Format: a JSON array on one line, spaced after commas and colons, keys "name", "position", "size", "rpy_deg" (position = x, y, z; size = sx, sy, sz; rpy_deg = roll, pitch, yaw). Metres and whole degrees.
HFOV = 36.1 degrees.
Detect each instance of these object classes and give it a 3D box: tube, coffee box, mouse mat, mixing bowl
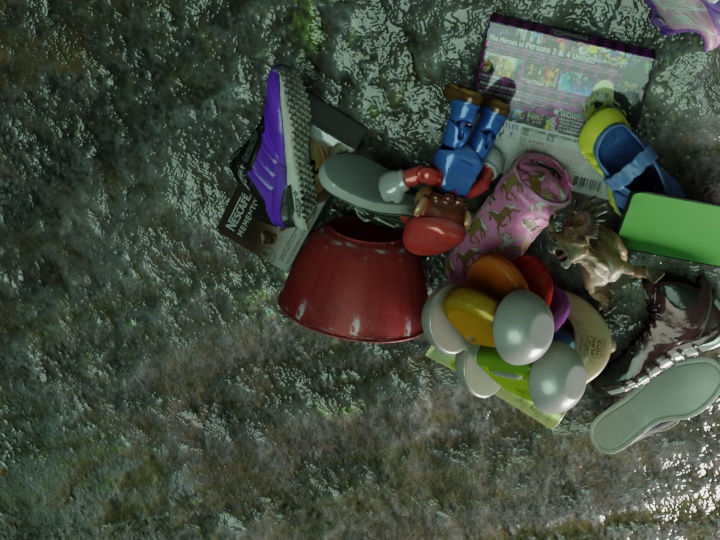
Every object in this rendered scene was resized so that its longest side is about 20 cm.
[{"name": "tube", "position": [0.186, 0.139, 1.482], "size": [0.198, 0.058, 0.052], "rpy_deg": [34, 165, 2]}, {"name": "coffee box", "position": [-0.090, -0.115, 1.404], "size": [0.112, 0.080, 0.201], "rpy_deg": [30, 119, -2]}, {"name": "mouse mat", "position": [0.379, -0.045, 1.277], "size": [0.158, 0.008, 0.200], "rpy_deg": [11, 164, 9]}, {"name": "mixing bowl", "position": [0.000, 0.000, 1.381], "size": [0.196, 0.200, 0.110], "rpy_deg": [12, 111, 8]}]

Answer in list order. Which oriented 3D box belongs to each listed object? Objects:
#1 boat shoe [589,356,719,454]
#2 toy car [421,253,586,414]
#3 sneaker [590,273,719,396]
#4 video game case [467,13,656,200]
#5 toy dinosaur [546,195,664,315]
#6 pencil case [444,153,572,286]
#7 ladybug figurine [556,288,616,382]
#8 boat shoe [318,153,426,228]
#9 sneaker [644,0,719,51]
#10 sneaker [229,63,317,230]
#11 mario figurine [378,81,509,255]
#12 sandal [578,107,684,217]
[{"name": "boat shoe", "position": [0.389, 0.173, 1.437], "size": [0.200, 0.060, 0.074], "rpy_deg": [-42, 73, 26]}, {"name": "toy car", "position": [0.184, 0.064, 1.306], "size": [0.174, 0.151, 0.201], "rpy_deg": [6, 142, 49]}, {"name": "sneaker", "position": [0.360, 0.068, 1.390], "size": [0.198, 0.076, 0.117], "rpy_deg": [-30, 101, 15]}, {"name": "video game case", "position": [0.228, -0.190, 1.305], "size": [0.196, 0.036, 0.184], "rpy_deg": [14, 121, 8]}, {"name": "toy dinosaur", "position": [0.276, -0.028, 1.307], "size": [0.086, 0.200, 0.136], "rpy_deg": [-39, 91, 10]}, {"name": "pencil case", "position": [0.178, -0.051, 1.341], "size": [0.083, 0.086, 0.201], "rpy_deg": [44, 136, 13]}, {"name": "ladybug figurine", "position": [0.227, 0.089, 1.414], "size": [0.196, 0.072, 0.139], "rpy_deg": [8, 87, 18]}, {"name": "boat shoe", "position": [0.026, -0.084, 1.354], "size": [0.197, 0.072, 0.064], "rpy_deg": [14, 139, -34]}, {"name": "sneaker", "position": [0.332, -0.305, 1.199], "size": [0.198, 0.081, 0.089], "rpy_deg": [29, 128, -2]}, {"name": "sneaker", "position": [-0.111, -0.142, 1.311], "size": [0.098, 0.070, 0.204], "rpy_deg": [3, 116, 15]}, {"name": "mario figurine", "position": [0.096, -0.116, 1.297], "size": [0.122, 0.106, 0.203], "rpy_deg": [24, 100, 9]}, {"name": "sandal", "position": [0.323, -0.096, 1.269], "size": [0.080, 0.087, 0.199], "rpy_deg": [-45, 129, 9]}]
